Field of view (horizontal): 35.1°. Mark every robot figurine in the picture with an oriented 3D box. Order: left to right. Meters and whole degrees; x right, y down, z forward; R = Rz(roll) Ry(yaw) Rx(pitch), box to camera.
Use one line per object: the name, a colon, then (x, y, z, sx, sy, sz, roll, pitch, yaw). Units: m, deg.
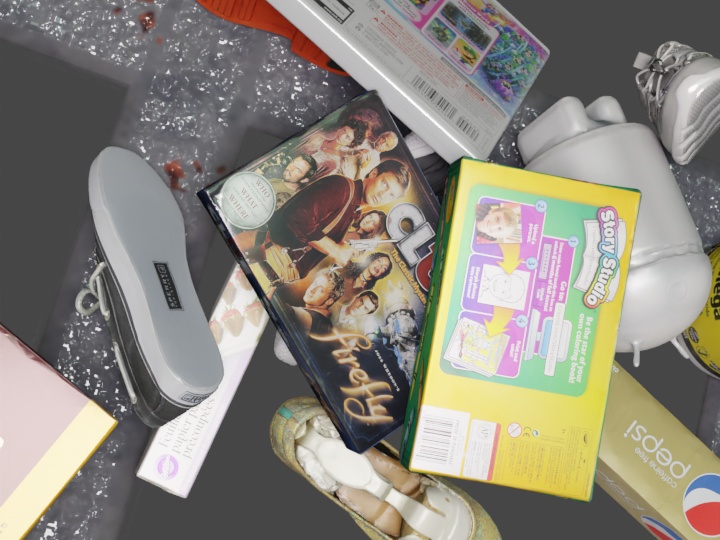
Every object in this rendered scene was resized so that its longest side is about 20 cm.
robot figurine: (0.184, -0.027, 0.828, 0.169, 0.113, 0.201, -8, 71, -32)

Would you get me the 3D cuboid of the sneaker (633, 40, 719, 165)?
sneaker: (0.230, -0.129, 0.836, 0.082, 0.200, 0.075, 41, 102, 9)

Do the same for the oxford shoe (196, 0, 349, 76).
oxford shoe: (-0.067, -0.222, 0.841, 0.199, 0.071, 0.073, 32, 57, -11)

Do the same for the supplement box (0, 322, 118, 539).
supplement box: (-0.265, 0.079, 0.682, 0.200, 0.197, 0.133, 41, 76, -5)

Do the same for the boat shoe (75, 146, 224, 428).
boat shoe: (-0.153, 0.010, 0.780, 0.073, 0.068, 0.200, 2, 57, -53)

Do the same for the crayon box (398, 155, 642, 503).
crayon box: (0.101, 0.037, 0.729, 0.118, 0.058, 0.202, 10, 87, -5)

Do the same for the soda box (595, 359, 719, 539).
soda box: (0.223, 0.152, 0.848, 0.200, 0.068, 0.064, 42, 77, -4)

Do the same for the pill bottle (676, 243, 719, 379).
pill bottle: (0.317, 0.022, 0.817, 0.112, 0.200, 0.113, 2, 82, -12)

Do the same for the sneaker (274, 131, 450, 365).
sneaker: (0.029, 0.003, 0.820, 0.114, 0.075, 0.201, 36, 77, -6)

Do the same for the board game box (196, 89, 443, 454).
board game box: (0.000, 0.000, 0.758, 0.135, 0.035, 0.201, -33, 100, -15)

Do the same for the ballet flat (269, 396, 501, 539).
ballet flat: (0.022, 0.159, 0.804, 0.199, 0.071, 0.071, 37, 77, -6)

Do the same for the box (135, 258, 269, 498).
box: (-0.099, 0.059, 0.803, 0.038, 0.041, 0.201, 26, 77, -8)

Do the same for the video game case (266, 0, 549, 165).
video game case: (0.038, -0.181, 0.823, 0.200, 0.024, 0.182, 41, 42, -6)
